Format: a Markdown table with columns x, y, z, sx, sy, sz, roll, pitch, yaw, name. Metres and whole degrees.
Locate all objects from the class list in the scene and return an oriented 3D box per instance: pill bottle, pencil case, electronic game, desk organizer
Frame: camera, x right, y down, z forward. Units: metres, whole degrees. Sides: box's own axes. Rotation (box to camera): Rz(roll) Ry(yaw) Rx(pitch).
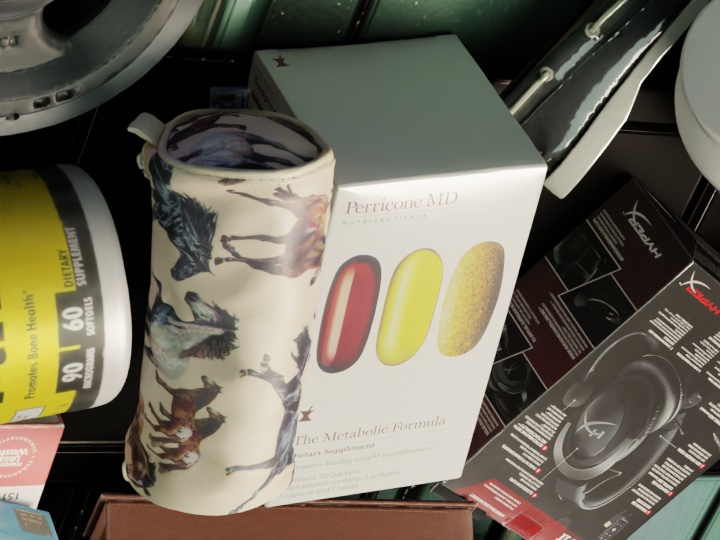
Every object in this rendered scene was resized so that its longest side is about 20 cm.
| x | y | z | sx | sy | sz | roll | pitch | yaw | name |
| --- | --- | --- | --- | --- | --- | --- | --- | --- | --- |
| -0.213 | 0.021 | 1.230 | 0.200 | 0.114 | 0.114 | -10 | 133 | -21 | pill bottle |
| -0.064 | 0.020 | 1.244 | 0.078 | 0.089 | 0.200 | -48 | 151 | -54 | pencil case |
| -0.153 | -0.145 | 1.162 | 0.200 | 0.042 | 0.200 | -11 | 126 | -15 | electronic game |
| 0.215 | -0.076 | 1.331 | 0.112 | 0.112 | 0.200 | -38 | 161 | 8 | pill bottle |
| -0.041 | 0.165 | 1.435 | 0.199 | 0.077 | 0.072 | 2 | 158 | -12 | desk organizer |

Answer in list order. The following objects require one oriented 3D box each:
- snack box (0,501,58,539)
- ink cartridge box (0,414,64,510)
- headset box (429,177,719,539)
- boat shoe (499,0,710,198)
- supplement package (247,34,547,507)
| x | y | z | sx | sy | sz | roll | pitch | yaw | name |
| --- | --- | --- | --- | --- | --- | --- | --- | --- | --- |
| -0.242 | 0.187 | 1.324 | 0.116 | 0.037 | 0.200 | 18 | 119 | -36 | snack box |
| -0.232 | 0.131 | 1.355 | 0.116 | 0.068 | 0.200 | 0 | 129 | -29 | ink cartridge box |
| 0.126 | 0.068 | 1.489 | 0.200 | 0.077 | 0.149 | -42 | 136 | 13 | headset box |
| 0.130 | -0.130 | 1.315 | 0.060 | 0.076 | 0.200 | 34 | 94 | -3 | boat shoe |
| 0.000 | 0.000 | 1.331 | 0.114 | 0.110 | 0.200 | -7 | 132 | -24 | supplement package |
